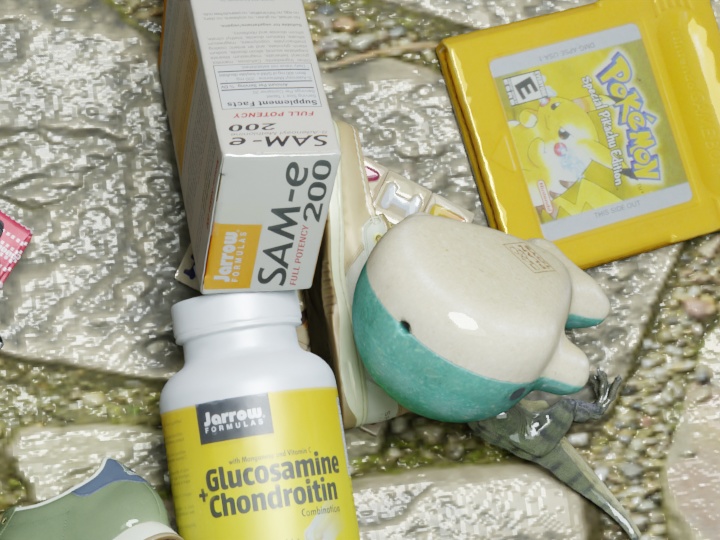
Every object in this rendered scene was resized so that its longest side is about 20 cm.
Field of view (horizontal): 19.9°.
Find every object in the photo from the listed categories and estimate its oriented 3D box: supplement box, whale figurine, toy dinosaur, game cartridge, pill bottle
[{"bbox_3d":[-0.072,-0.101,1.257,0.073,0.126,0.201,-3,52,-14],"label":"supplement box"},{"bbox_3d":[0.074,0.032,1.276,0.159,0.200,0.104,42,117,21],"label":"whale figurine"},{"bbox_3d":[0.122,0.093,1.354,0.200,0.047,0.088,35,67,-18],"label":"toy dinosaur"},{"bbox_3d":[0.169,-0.096,1.404,0.199,0.032,0.177,-16,85,-14],"label":"game cartridge"},{"bbox_3d":[-0.064,0.115,1.271,0.112,0.112,0.201,-8,83,-14],"label":"pill bottle"}]

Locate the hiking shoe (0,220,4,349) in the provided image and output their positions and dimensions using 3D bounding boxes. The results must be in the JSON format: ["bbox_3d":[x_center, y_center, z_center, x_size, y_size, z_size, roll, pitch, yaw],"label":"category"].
[{"bbox_3d":[-0.308,0.011,1.220,0.199,0.076,0.101,-2,82,-22],"label":"hiking shoe"}]

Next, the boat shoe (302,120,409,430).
[{"bbox_3d":[0.000,0.000,1.324,0.066,0.074,0.201,-6,93,-20],"label":"boat shoe"}]

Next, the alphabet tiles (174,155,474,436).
[{"bbox_3d":[-0.014,0.006,1.356,0.199,0.006,0.167,27,75,-8],"label":"alphabet tiles"}]

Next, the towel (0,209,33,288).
[{"bbox_3d":[-0.315,0.021,1.274,0.144,0.022,0.200,33,73,-4],"label":"towel"}]

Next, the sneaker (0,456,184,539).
[{"bbox_3d":[-0.205,0.190,1.255,0.200,0.067,0.090,-33,52,2],"label":"sneaker"}]
